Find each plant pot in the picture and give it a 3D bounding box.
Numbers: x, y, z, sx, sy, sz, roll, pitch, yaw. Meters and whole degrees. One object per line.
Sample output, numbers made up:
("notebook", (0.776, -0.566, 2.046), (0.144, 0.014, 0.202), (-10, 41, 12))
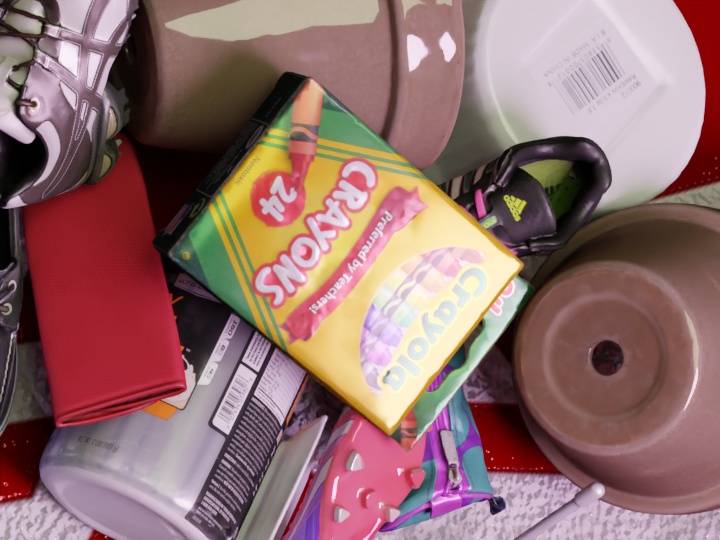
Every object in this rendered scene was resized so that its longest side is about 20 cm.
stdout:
("plant pot", (-0.058, -0.142, 1.360), (0.174, 0.200, 0.201), (-13, 85, -23))
("plant pot", (0.173, 0.054, 1.388), (0.174, 0.199, 0.201), (5, 72, -70))

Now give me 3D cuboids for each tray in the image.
("tray", (-0.072, 0.183, 1.344), (0.022, 0.107, 0.201), (23, 67, 4))

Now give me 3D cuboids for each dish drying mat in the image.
("dish drying mat", (-0.150, 0.004, 1.310), (0.076, 0.018, 0.201), (-15, 49, -2))

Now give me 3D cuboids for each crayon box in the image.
("crayon box", (0.000, 0.000, 1.284), (0.200, 0.051, 0.127), (39, 86, -18))

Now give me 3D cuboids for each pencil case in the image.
("pencil case", (0.031, 0.058, 1.426), (0.085, 0.092, 0.201), (-5, 81, -27))

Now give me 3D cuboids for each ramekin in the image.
("ramekin", (0.131, -0.119, 1.512), (0.199, 0.098, 0.202), (6, 76, -26))

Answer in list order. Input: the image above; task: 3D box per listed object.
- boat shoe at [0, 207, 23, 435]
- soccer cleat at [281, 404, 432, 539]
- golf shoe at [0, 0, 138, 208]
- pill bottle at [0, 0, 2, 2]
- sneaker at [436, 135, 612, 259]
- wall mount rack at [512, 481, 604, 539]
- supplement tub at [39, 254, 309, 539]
("boat shoe", (-0.223, 0.001, 1.319), (0.070, 0.066, 0.201), (6, 76, -26))
("soccer cleat", (-0.018, 0.151, 1.362), (0.066, 0.076, 0.201), (19, 86, -37))
("golf shoe", (-0.175, -0.122, 1.261), (0.094, 0.077, 0.201), (-39, 139, -44))
("pill bottle", (-0.228, -0.194, 1.328), (0.120, 0.120, 0.200), (45, 63, -12))
("sneaker", (0.073, -0.028, 1.362), (0.199, 0.087, 0.074), (-30, 92, -27))
("wall mount rack", (0.132, 0.224, 1.427), (0.200, 0.075, 0.174), (36, 93, -16))
("supplement tub", (-0.095, 0.060, 1.342), (0.122, 0.122, 0.201), (33, 66, -18))
